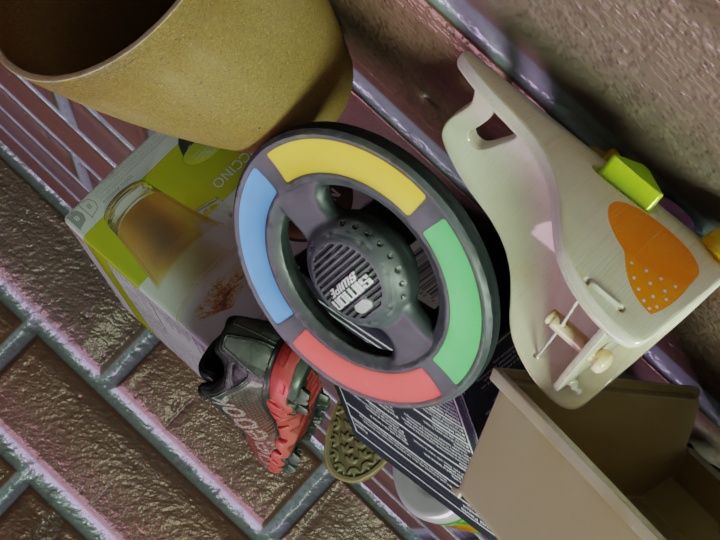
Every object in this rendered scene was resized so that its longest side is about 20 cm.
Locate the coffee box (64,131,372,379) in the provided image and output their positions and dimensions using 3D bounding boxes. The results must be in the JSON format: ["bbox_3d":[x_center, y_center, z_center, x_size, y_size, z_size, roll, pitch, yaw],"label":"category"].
[{"bbox_3d":[-0.101,-0.015,1.254,0.198,0.200,0.200,39,166,19],"label":"coffee box"}]

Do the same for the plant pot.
[{"bbox_3d":[-0.094,-0.155,0.881,0.186,0.187,0.200,33,179,41],"label":"plant pot"}]

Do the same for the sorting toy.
[{"bbox_3d":[0.108,-0.034,0.782,0.180,0.107,0.200,49,170,10],"label":"sorting toy"}]

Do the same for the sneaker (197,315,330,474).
[{"bbox_3d":[-0.076,0.094,1.102,0.098,0.071,0.201,23,152,9],"label":"sneaker"}]

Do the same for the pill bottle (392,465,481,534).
[{"bbox_3d":[0.133,0.184,1.269,0.200,0.111,0.111,21,-174,-42],"label":"pill bottle"}]

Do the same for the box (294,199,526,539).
[{"bbox_3d":[0.071,0.070,1.069,0.200,0.123,0.199,33,151,44],"label":"box"}]

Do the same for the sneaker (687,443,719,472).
[{"bbox_3d":[0.221,0.177,1.092,0.070,0.099,0.200,51,164,-8],"label":"sneaker"}]

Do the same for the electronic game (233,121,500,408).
[{"bbox_3d":[0.000,0.000,0.893,0.200,0.042,0.200,22,130,28],"label":"electronic game"}]

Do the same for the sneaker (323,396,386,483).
[{"bbox_3d":[0.026,0.096,1.257,0.067,0.200,0.090,21,169,5],"label":"sneaker"}]

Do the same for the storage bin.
[{"bbox_3d":[0.193,0.157,0.869,0.198,0.094,0.200,7,-155,-33],"label":"storage bin"}]
